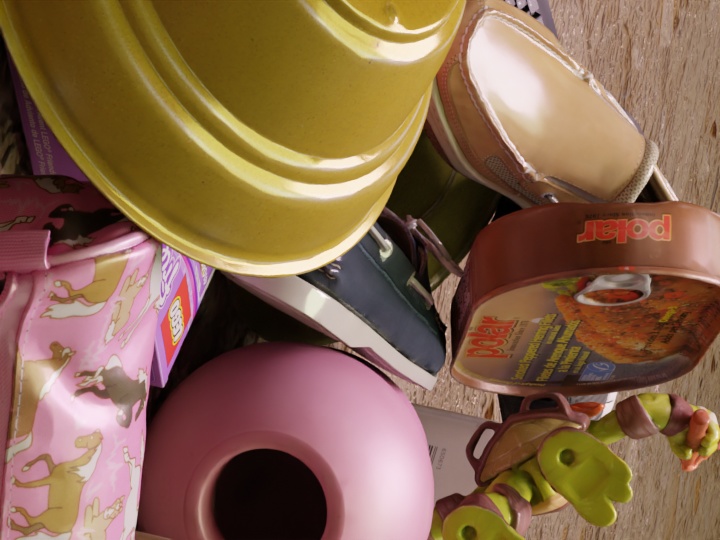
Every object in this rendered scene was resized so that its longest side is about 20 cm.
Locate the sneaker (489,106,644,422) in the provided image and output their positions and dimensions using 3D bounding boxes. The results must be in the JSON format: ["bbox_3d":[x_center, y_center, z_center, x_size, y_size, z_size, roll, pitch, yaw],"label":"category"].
[{"bbox_3d":[0.082,0.021,1.413,0.090,0.066,0.201,-34,140,-47],"label":"sneaker"}]

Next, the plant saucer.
[{"bbox_3d":[0.018,-0.048,1.337,0.200,0.031,0.201,-36,144,-33],"label":"plant saucer"}]

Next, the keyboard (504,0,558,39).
[{"bbox_3d":[0.031,-0.146,1.258,0.127,0.021,0.201,-41,123,-39],"label":"keyboard"}]

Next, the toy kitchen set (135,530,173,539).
[{"bbox_3d":[-0.045,0.229,1.170,0.200,0.179,0.164,70,36,-56],"label":"toy kitchen set"}]

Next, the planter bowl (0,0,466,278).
[{"bbox_3d":[-0.024,-0.106,0.975,0.200,0.083,0.202,24,55,-41],"label":"planter bowl"}]

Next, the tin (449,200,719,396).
[{"bbox_3d":[0.095,0.014,1.269,0.200,0.111,0.042,107,-22,-73],"label":"tin"}]

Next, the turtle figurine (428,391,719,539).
[{"bbox_3d":[0.088,0.084,1.298,0.161,0.199,0.065,-36,102,-82],"label":"turtle figurine"}]

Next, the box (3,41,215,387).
[{"bbox_3d":[-0.077,-0.073,1.091,0.201,0.039,0.137,84,22,-50],"label":"box"}]

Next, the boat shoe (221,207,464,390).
[{"bbox_3d":[0.000,0.000,1.244,0.062,0.075,0.200,-60,155,-1],"label":"boat shoe"}]

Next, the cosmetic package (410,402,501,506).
[{"bbox_3d":[0.025,0.144,1.522,0.200,0.103,0.073,78,27,-59],"label":"cosmetic package"}]

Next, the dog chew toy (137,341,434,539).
[{"bbox_3d":[-0.024,0.086,1.273,0.200,0.124,0.125,-36,136,-80],"label":"dog chew toy"}]

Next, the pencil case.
[{"bbox_3d":[-0.111,0.069,0.995,0.086,0.083,0.201,-7,115,-29],"label":"pencil case"}]

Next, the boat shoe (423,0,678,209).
[{"bbox_3d":[0.093,-0.053,1.272,0.200,0.076,0.072,41,72,-49],"label":"boat shoe"}]
